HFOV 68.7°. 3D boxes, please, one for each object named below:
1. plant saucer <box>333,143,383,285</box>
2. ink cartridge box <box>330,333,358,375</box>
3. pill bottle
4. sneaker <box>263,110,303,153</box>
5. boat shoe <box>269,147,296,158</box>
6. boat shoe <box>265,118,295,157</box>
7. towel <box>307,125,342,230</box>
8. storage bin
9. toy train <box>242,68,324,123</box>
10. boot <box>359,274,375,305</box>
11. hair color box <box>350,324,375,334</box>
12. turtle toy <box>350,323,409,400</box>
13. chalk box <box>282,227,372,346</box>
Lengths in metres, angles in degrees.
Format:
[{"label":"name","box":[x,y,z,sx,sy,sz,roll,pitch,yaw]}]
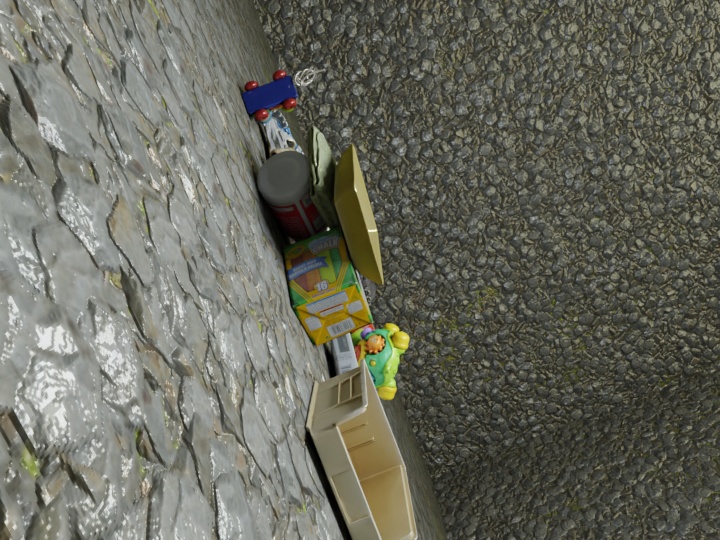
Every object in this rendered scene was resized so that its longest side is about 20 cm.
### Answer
[{"label":"plant saucer","box":[-0.008,-0.101,0.966,0.202,0.047,0.203,-94,169,-58]},{"label":"ink cartridge box","box":[-0.027,0.252,1.105,0.164,0.056,0.203,-108,-163,-47]},{"label":"pill bottle","box":[-0.122,-0.132,1.053,0.201,0.110,0.114,67,3,-58]},{"label":"sneaker","box":[-0.205,-0.342,1.447,0.087,0.073,0.204,-123,-168,-74]},{"label":"boat shoe","box":[-0.160,-0.167,1.166,0.064,0.070,0.205,-22,101,-53]},{"label":"boat shoe","box":[-0.192,-0.303,1.290,0.071,0.068,0.203,85,-9,-54]},{"label":"towel","box":[-0.060,-0.160,1.005,0.201,0.036,0.152,63,21,-64]},{"label":"storage bin","box":[0.001,0.270,0.778,0.199,0.092,0.204,-98,168,-81]},{"label":"toy train","box":[-0.171,-0.410,1.240,0.116,0.196,0.086,124,-55,-87]},{"label":"boot","box":[0.000,0.000,1.195,0.201,0.067,0.178,-65,145,-64]},{"label":"hair color box","box":[-0.027,0.121,1.305,0.110,0.064,0.201,38,-14,32]},{"label":"turtle toy","box":[0.028,0.185,1.160,0.200,0.099,0.149,-149,-106,-75]},{"label":"chalk box","box":[-0.067,0.012,1.001,0.125,0.122,0.202,67,2,-46]}]
